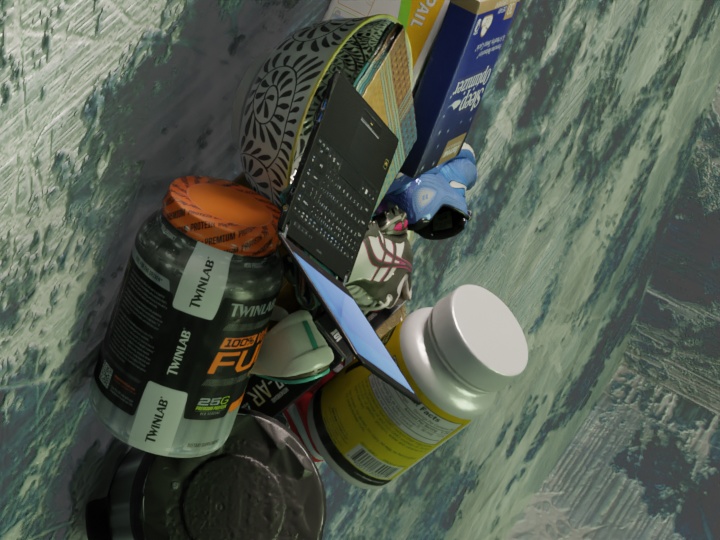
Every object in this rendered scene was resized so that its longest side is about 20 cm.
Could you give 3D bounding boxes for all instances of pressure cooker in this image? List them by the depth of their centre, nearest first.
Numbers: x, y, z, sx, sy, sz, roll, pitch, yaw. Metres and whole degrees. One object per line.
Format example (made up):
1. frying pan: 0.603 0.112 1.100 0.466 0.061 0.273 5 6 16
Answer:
1. pressure cooker: -0.129 0.209 1.742 0.179 0.176 0.200 -53 -171 -17

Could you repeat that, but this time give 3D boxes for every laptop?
1. laptop: 0.013 -0.022 1.527 0.177 0.103 0.202 41 67 -70

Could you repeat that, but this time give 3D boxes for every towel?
1. towel: -0.007 -0.083 1.607 0.147 0.022 0.201 82 31 -52

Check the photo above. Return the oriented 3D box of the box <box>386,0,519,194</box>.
1. box: 0.078 -0.155 1.757 0.121 0.032 0.201 -31 146 -64

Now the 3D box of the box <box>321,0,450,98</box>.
1. box: 0.054 -0.259 1.757 0.201 0.101 0.112 -65 165 5

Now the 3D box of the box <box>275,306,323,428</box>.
1. box: -0.042 0.064 2.085 0.160 0.043 0.201 -41 153 -55

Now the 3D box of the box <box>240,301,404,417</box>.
1. box: -0.061 0.089 1.875 0.200 0.044 0.160 -40 180 30

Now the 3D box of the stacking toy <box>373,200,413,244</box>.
1. stacking toy: -0.030 -0.016 1.940 0.200 0.085 0.086 -35 148 -52

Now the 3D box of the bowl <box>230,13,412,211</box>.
1. bowl: -0.045 -0.125 1.643 0.201 0.094 0.202 -48 150 -41

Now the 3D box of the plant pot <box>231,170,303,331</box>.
1. plant pot: -0.083 -0.008 1.771 0.200 0.027 0.201 -39 143 -37

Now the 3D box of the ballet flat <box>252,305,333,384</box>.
1. ballet flat: -0.094 0.059 1.674 0.069 0.199 0.070 3 85 -37

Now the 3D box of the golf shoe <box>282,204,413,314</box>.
1. golf shoe: 0.000 0.000 1.758 0.200 0.077 0.089 -22 95 -63

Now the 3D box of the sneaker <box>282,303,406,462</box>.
1. sneaker: -0.018 0.097 2.004 0.112 0.071 0.201 -26 -137 44

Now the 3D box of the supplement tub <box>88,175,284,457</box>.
1. supplement tub: -0.134 0.036 1.583 0.122 0.122 0.201 -33 146 -61

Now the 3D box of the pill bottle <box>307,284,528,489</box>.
1. pill bottle: 0.053 0.105 1.829 0.200 0.115 0.114 -40 179 33

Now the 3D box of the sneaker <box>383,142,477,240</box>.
1. sneaker: 0.069 -0.073 1.968 0.078 0.090 0.200 -21 179 24
